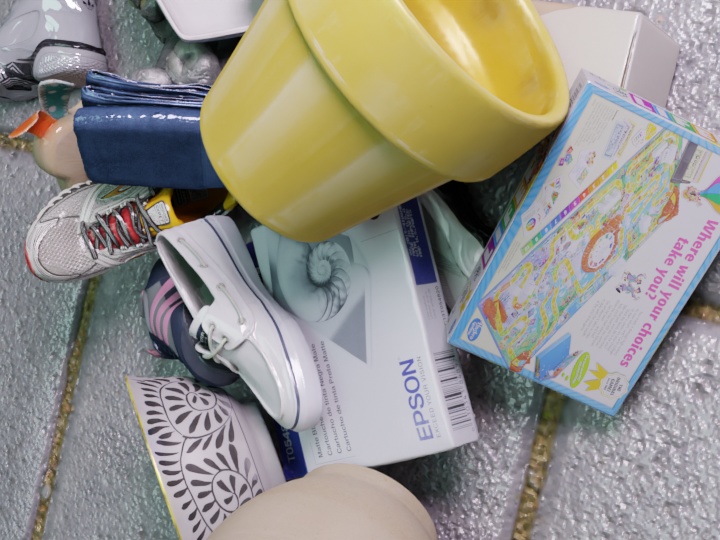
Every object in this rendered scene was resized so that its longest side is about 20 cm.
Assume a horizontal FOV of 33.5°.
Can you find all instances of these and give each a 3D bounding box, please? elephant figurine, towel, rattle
[{"bbox_3d":[-0.136,-0.204,1.014,0.139,0.155,0.203,-12,57,19],"label":"elephant figurine"},{"bbox_3d":[-0.119,-0.103,0.936,0.197,0.112,0.049,3,63,-6],"label":"towel"},{"bbox_3d":[-0.262,-0.136,1.055,0.131,0.199,0.143,-50,62,20],"label":"rattle"}]

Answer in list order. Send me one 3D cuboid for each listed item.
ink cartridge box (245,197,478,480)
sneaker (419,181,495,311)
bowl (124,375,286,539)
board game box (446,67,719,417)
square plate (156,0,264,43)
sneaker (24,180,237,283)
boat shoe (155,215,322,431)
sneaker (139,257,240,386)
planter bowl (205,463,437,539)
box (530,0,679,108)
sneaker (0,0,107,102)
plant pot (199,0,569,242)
[{"bbox_3d":[-0.021,0.052,0.906,0.198,0.040,0.203,-20,81,39],"label":"ink cartridge box"},{"bbox_3d":[0.055,-0.028,0.914,0.079,0.074,0.201,-47,63,25],"label":"sneaker"},{"bbox_3d":[-0.114,0.164,0.966,0.093,0.201,0.203,-20,70,-10],"label":"bowl"},{"bbox_3d":[0.159,-0.014,0.800,0.133,0.034,0.202,24,112,-7],"label":"board game box"},{"bbox_3d":[-0.109,-0.260,0.987,0.201,0.196,0.029,55,141,24],"label":"square plate"},{"bbox_3d":[-0.187,-0.050,1.003,0.079,0.198,0.082,67,164,-13],"label":"sneaker"},{"bbox_3d":[-0.098,0.044,0.905,0.201,0.066,0.074,56,143,34],"label":"boat shoe"},{"bbox_3d":[-0.144,0.055,1.005,0.083,0.070,0.200,-56,26,15],"label":"sneaker"},{"bbox_3d":[-0.020,0.227,0.857,0.197,0.135,0.203,13,127,18],"label":"planter bowl"},{"bbox_3d":[0.119,-0.149,0.872,0.198,0.095,0.079,15,93,32],"label":"box"},{"bbox_3d":[-0.334,-0.236,1.192,0.197,0.075,0.117,-4,82,28],"label":"sneaker"},{"bbox_3d":[0.002,-0.121,0.772,0.188,0.199,0.203,-38,66,30],"label":"plant pot"}]
